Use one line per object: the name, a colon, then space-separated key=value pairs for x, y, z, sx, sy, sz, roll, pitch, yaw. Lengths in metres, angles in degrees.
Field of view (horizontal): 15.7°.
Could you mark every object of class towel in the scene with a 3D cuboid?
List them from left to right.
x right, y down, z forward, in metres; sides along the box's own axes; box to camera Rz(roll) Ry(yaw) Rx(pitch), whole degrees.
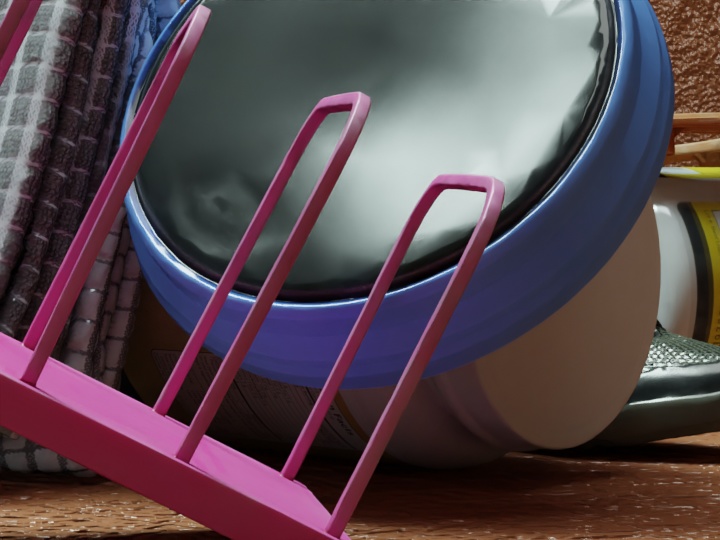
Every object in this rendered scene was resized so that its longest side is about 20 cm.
towel: x=-0.164 y=-0.029 z=0.960 sx=0.165 sy=0.201 sz=0.086 roll=3 pitch=-19 yaw=24

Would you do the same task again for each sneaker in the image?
sneaker: x=0.079 y=0.015 z=1.068 sx=0.199 sy=0.115 sz=0.076 roll=5 pitch=7 yaw=41

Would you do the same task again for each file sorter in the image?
file sorter: x=-0.074 y=-0.017 z=0.751 sx=0.199 sy=0.126 sz=0.139 roll=27 pitch=-1 yaw=-8

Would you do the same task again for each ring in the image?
ring: x=0.113 y=-0.053 z=1.230 sx=0.199 sy=0.019 sz=0.200 roll=-3 pitch=-4 yaw=0

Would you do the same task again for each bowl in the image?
bowl: x=0.008 y=-0.054 z=0.900 sx=0.199 sy=0.201 sz=0.039 roll=2 pitch=-34 yaw=25

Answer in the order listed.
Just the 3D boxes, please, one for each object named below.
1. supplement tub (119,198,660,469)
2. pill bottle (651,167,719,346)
supplement tub: x=0.000 y=0.000 z=0.996 sx=0.199 sy=0.145 sz=0.144 roll=2 pitch=3 yaw=40
pill bottle: x=0.192 y=0.007 z=1.221 sx=0.199 sy=0.113 sz=0.112 roll=-1 pitch=3 yaw=-30
